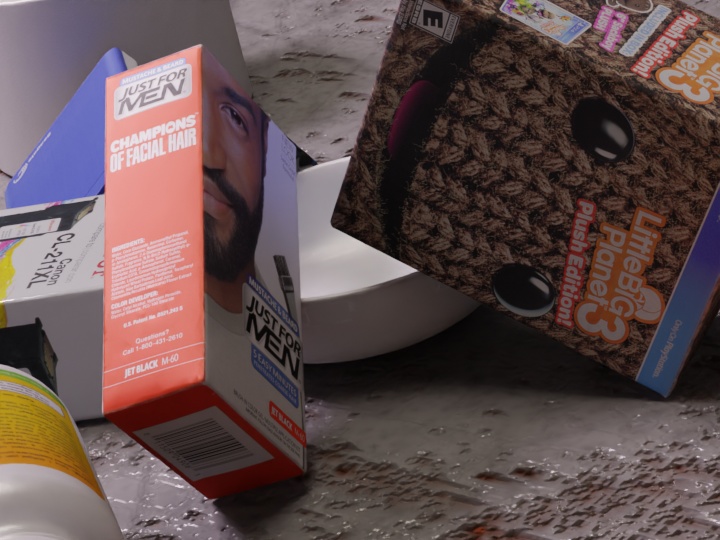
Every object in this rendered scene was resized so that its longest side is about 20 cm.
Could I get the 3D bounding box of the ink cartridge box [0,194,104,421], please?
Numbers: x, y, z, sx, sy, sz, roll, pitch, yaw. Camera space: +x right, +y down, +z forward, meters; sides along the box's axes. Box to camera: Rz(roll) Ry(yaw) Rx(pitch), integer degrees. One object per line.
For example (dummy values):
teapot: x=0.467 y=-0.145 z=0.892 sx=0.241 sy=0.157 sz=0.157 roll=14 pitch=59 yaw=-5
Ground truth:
ink cartridge box: x=-0.198 y=0.025 z=1.398 sx=0.198 sy=0.083 sz=0.146 roll=-9 pitch=23 yaw=14

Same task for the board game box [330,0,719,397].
board game box: x=0.107 y=-0.061 z=1.217 sx=0.199 sy=0.160 sz=0.097 roll=26 pitch=37 yaw=11

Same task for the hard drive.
hard drive: x=-0.183 y=-0.062 z=1.566 sx=0.132 sy=0.025 sz=0.200 roll=-52 pitch=22 yaw=11

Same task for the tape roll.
tape roll: x=-0.190 y=-0.169 z=1.755 sx=0.201 sy=0.140 sz=0.203 roll=-13 pitch=23 yaw=6

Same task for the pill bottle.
pill bottle: x=-0.168 y=0.128 z=1.113 sx=0.110 sy=0.112 sz=0.200 roll=-19 pitch=23 yaw=-10

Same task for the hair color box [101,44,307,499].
hair color box: x=-0.079 y=0.001 z=1.226 sx=0.064 sy=0.111 sz=0.201 roll=-17 pitch=56 yaw=20

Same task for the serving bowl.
serving bowl: x=0.000 y=0.000 z=1.360 sx=0.198 sy=0.066 sz=0.200 roll=-12 pitch=24 yaw=5

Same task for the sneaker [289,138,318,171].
sneaker: x=-0.082 y=-0.062 z=1.460 sx=0.077 sy=0.076 sz=0.200 roll=-49 pitch=-17 yaw=3
